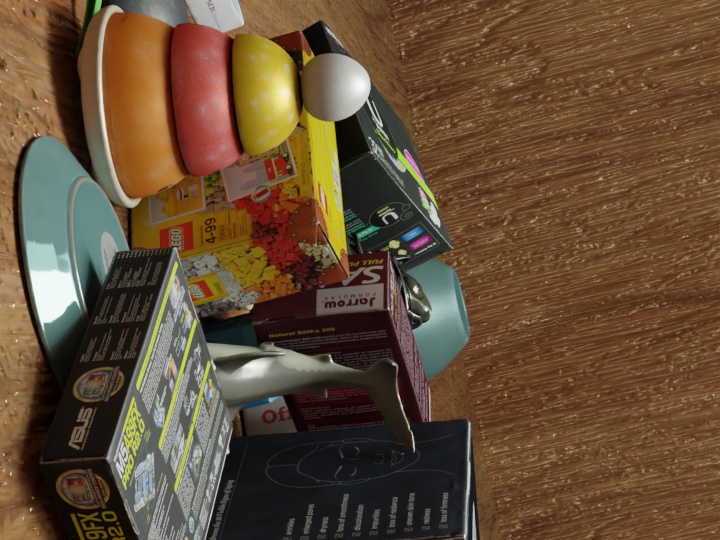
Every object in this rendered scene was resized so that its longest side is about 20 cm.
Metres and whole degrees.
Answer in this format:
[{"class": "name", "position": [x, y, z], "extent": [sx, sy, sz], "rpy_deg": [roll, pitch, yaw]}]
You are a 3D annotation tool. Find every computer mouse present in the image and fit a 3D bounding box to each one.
[{"class": "computer mouse", "position": [-0.160, -0.194, 1.528], "extent": [0.200, 0.053, 0.139], "rpy_deg": [60, 21, -64]}]

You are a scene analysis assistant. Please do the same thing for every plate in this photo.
[{"class": "plate", "position": [-0.176, 0.007, 1.219], "extent": [0.200, 0.026, 0.201], "rpy_deg": [-13, 90, -81]}]

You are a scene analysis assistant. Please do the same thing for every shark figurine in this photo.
[{"class": "shark figurine", "position": [-0.074, 0.096, 1.387], "extent": [0.128, 0.214, 0.090], "rpy_deg": [-164, -99, -69]}]

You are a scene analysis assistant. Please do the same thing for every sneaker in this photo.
[{"class": "sneaker", "position": [0.000, 0.000, 1.526], "extent": [0.200, 0.114, 0.076], "rpy_deg": [89, -9, -61]}]

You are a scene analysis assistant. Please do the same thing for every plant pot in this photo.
[{"class": "plant pot", "position": [0.063, 0.056, 2.352], "extent": [0.200, 0.134, 0.201], "rpy_deg": [-13, 90, -82]}]

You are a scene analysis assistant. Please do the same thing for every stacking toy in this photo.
[{"class": "stacking toy", "position": [-0.093, -0.123, 1.333], "extent": [0.146, 0.199, 0.147], "rpy_deg": [-4, 90, -83]}]

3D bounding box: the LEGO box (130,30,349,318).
[{"class": "LEGO box", "position": [-0.096, -0.072, 1.433], "extent": [0.077, 0.149, 0.200], "rpy_deg": [62, 16, -50]}]

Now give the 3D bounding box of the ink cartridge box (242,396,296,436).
[{"class": "ink cartridge box", "position": [-0.012, 0.197, 1.612], "extent": [0.084, 0.144, 0.200], "rpy_deg": [53, 26, -73]}]

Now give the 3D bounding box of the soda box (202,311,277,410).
[{"class": "soda box", "position": [-0.092, 0.072, 1.544], "extent": [0.200, 0.064, 0.068], "rpy_deg": [-22, 99, -81]}]

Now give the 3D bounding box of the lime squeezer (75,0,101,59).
[{"class": "lime squeezer", "position": [-0.202, -0.249, 1.380], "extent": [0.071, 0.038, 0.200], "rpy_deg": [29, 50, -79]}]

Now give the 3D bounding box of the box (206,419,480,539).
[{"class": "box", "position": [-0.012, 0.209, 1.370], "extent": [0.200, 0.196, 0.124], "rpy_deg": [-77, 163, -70]}]

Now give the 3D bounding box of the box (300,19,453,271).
[{"class": "box", "position": [-0.026, -0.087, 1.601], "extent": [0.200, 0.124, 0.149], "rpy_deg": [44, 22, -58]}]

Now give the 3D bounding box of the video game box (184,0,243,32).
[{"class": "video game box", "position": [-0.166, -0.334, 1.632], "extent": [0.182, 0.047, 0.200], "rpy_deg": [62, 9, -55]}]

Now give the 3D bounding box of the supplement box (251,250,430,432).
[{"class": "supplement box", "position": [-0.011, 0.070, 1.485], "extent": [0.200, 0.109, 0.061], "rpy_deg": [73, 14, -52]}]

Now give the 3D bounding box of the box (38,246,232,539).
[{"class": "box", "position": [-0.134, 0.108, 1.165], "extent": [0.200, 0.044, 0.160], "rpy_deg": [-80, 160, -51]}]

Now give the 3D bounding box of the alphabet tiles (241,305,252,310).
[{"class": "alphabet tiles", "position": [-0.106, -0.047, 1.763], "extent": [0.196, 0.015, 0.200], "rpy_deg": [-64, 141, -67]}]
